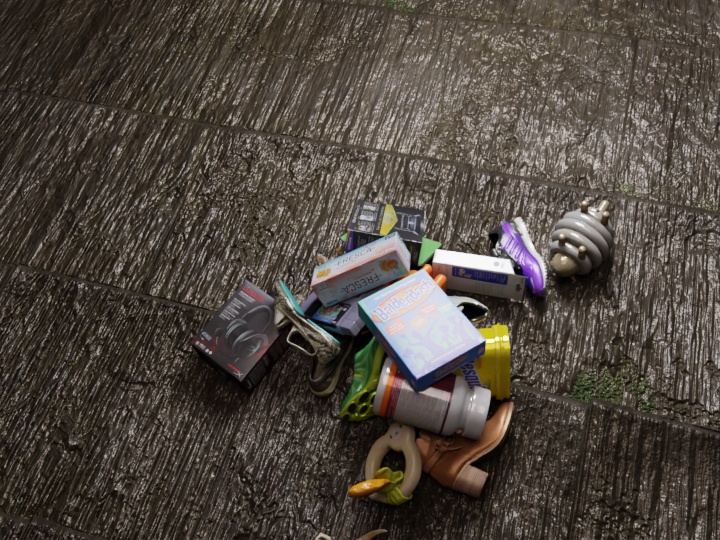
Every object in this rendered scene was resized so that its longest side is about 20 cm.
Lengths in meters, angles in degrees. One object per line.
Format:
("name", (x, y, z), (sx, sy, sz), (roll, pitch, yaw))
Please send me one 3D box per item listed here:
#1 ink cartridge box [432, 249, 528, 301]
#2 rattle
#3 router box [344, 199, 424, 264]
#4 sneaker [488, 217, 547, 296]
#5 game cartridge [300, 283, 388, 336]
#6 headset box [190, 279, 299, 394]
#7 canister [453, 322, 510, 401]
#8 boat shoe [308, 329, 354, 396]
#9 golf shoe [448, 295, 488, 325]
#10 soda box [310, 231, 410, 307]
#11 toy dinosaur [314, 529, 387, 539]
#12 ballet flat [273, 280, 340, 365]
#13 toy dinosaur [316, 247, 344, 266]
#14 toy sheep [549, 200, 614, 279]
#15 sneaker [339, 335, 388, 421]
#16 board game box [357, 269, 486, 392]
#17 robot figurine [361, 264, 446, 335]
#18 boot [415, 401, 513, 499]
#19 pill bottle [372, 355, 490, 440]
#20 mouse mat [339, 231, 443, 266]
("ink cartridge box", (0.249, 0.010, 1.543), (0.197, 0.100, 0.040), (11, 59, 12))
("rattle", (0.036, 0.315, 1.349), (0.141, 0.130, 0.203), (19, 73, -26))
("router box", (0.055, -0.086, 1.577), (0.155, 0.053, 0.201), (10, 24, 2))
("sneaker", (0.327, -0.018, 1.572), (0.098, 0.070, 0.202), (-15, 51, -1))
("game cartridge", (-0.042, 0.067, 1.520), (0.130, 0.039, 0.199), (-45, 31, -25))
("headset box", (-0.228, 0.129, 1.540), (0.148, 0.078, 0.201), (32, 69, 22))
("canister", (0.185, 0.181, 1.421), (0.196, 0.150, 0.087), (-4, 35, 7))
("boat shoe", (-0.058, 0.155, 1.511), (0.072, 0.065, 0.202), (6, 59, 12))
("golf shoe", (0.153, 0.077, 1.420), (0.197, 0.097, 0.080), (-4, 87, -22))
("soda box", (0.000, 0.000, 1.477), (0.198, 0.064, 0.069), (-22, 31, 21))
("toy dinosaur", (-0.046, 0.515, 1.312), (0.101, 0.058, 0.201), (38, 77, 9))
("ballet flat", (-0.125, 0.109, 1.468), (0.075, 0.068, 0.200), (-44, 72, -2))
("toy dinosaur", (0.003, -0.009, 1.620), (0.197, 0.061, 0.108), (15, 73, 6))
("toy sheep", (0.466, -0.068, 1.545), (0.137, 0.138, 0.200), (37, 78, 25))
("sneaker", (0.019, 0.206, 1.443), (0.202, 0.073, 0.084), (-62, 29, 12))
("board game box", (0.108, 0.103, 1.336), (0.151, 0.045, 0.200), (-26, 52, -18))
("robot figurine", (0.096, 0.081, 1.508), (0.200, 0.116, 0.144), (-45, 104, -19))
("boot", (0.193, 0.311, 1.394), (0.154, 0.077, 0.202), (22, 71, 23))
("pill bottle", (0.128, 0.232, 1.335), (0.197, 0.110, 0.111), (15, 61, 5))
("mouse mat", (0.068, -0.063, 1.605), (0.197, 0.008, 0.161), (18, 25, 18))
